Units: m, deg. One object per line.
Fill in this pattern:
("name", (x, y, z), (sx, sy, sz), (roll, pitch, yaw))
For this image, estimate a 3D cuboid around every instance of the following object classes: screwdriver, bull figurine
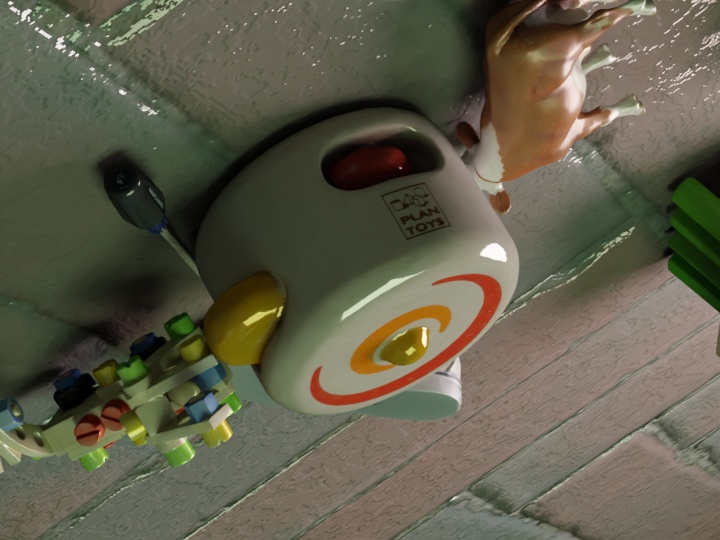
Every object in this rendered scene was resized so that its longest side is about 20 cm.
("screwdriver", (-0.118, -0.020, 1.264), (0.028, 0.029, 0.200), (-30, 156, 0))
("bull figurine", (0.120, -0.115, 1.312), (0.121, 0.065, 0.200), (-30, 159, -12))

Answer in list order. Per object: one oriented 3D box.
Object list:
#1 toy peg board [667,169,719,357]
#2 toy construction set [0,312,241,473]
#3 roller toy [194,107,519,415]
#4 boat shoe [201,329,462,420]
("toy peg board", (0.341, -0.052, 1.685), (0.199, 0.098, 0.200), (-43, 159, -12))
("toy construction set", (-0.164, 0.091, 1.317), (0.200, 0.092, 0.131), (-11, -162, 14))
("roller toy", (0.000, 0.000, 1.300), (0.182, 0.140, 0.200), (-37, 155, 12))
("boat shoe", (-0.024, 0.048, 1.456), (0.202, 0.086, 0.075), (7, 151, -10))
